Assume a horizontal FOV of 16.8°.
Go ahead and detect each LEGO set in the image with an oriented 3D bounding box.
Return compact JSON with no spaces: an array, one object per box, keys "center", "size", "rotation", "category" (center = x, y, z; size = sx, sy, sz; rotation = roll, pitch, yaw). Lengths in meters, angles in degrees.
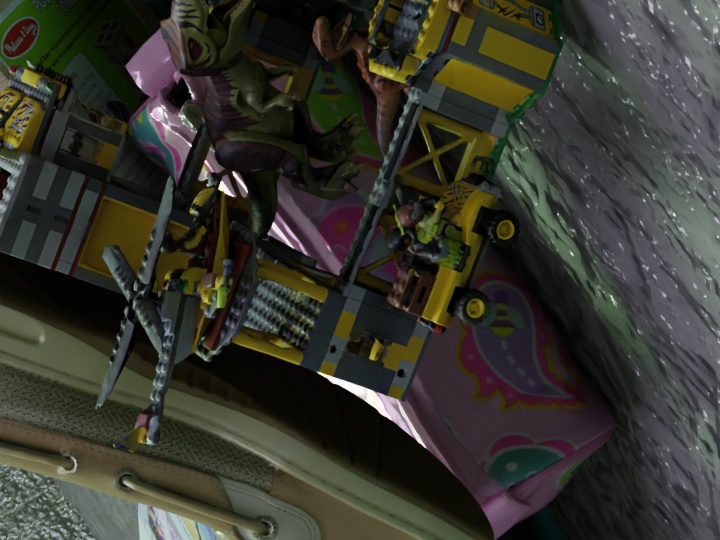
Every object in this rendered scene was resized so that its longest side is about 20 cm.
[{"center":[-0.045,-0.046,0.685],"size":[0.115,0.155,0.200],"rotation":[20,-169,-26],"category":"LEGO set"}]

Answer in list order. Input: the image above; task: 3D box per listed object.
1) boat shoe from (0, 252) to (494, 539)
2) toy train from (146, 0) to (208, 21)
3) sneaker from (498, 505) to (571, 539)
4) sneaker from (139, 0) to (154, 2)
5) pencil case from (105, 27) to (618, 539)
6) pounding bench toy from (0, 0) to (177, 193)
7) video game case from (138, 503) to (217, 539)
[{"center":[-0.056,0.055,0.740],"size":[0.199,0.063,0.073],"rotation":[24,-167,-14],"category":"boat shoe"},{"center":[-0.079,-0.102,0.979],"size":[0.201,0.034,0.046],"rotation":[56,171,5],"category":"toy train"},{"center":[0.031,0.059,0.933],"size":[0.079,0.078,0.201],"rotation":[3,132,48],"category":"sneaker"},{"center":[-0.073,-0.128,0.819],"size":[0.082,0.074,0.200],"rotation":[59,179,-23],"category":"sneaker"},{"center":[0.000,0.000,0.822],"size":[0.201,0.087,0.087],"rotation":[54,167,7],"category":"pencil case"},{"center":[-0.146,-0.006,0.867],"size":[0.124,0.156,0.200],"rotation":[50,-156,-13],"category":"pounding bench toy"},{"center":[-0.031,0.137,0.908],"size":[0.200,0.045,0.182],"rotation":[-124,25,-44],"category":"video game case"}]
